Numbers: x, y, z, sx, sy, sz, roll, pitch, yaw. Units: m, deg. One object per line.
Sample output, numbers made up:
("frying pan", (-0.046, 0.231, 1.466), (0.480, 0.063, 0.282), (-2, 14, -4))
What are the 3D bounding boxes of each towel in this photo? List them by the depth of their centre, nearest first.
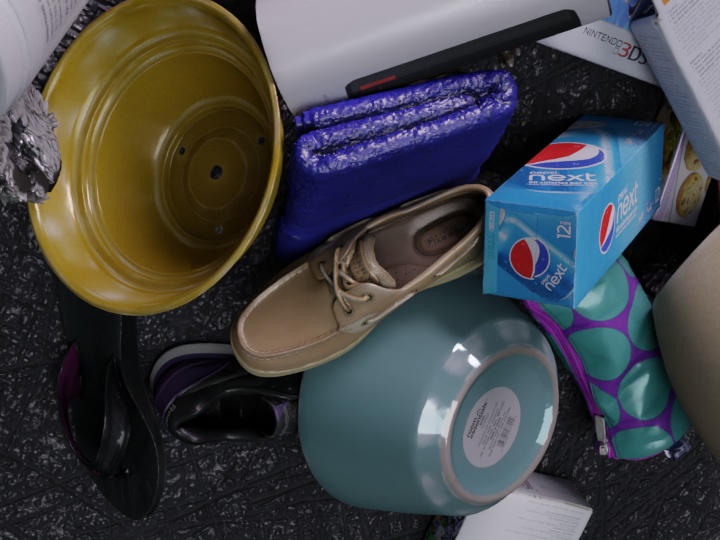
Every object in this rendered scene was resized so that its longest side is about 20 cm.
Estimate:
("towel", (0.015, -0.069, 0.873), (0.147, 0.200, 0.050), (-20, 78, -12))

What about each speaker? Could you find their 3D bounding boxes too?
("speaker", (0.041, -0.157, 0.796), (0.199, 0.081, 0.081), (-17, 117, 10))

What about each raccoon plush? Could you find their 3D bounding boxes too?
("raccoon plush", (-0.270, -0.096, 0.842), (0.134, 0.097, 0.201), (-16, 76, 21))

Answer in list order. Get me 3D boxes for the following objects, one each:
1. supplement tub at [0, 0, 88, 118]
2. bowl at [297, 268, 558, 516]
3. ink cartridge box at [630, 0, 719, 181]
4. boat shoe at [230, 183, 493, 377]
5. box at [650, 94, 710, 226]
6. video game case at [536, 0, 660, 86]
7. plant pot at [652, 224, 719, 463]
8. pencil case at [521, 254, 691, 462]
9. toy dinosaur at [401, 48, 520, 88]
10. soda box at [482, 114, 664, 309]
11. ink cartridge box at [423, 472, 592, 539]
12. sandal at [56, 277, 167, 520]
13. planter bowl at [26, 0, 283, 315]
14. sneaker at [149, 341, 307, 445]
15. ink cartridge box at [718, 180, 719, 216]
("supplement tub", (-0.205, -0.179, 0.727), (0.131, 0.200, 0.132), (11, 137, 11))
("bowl", (0.065, 0.092, 0.954), (0.200, 0.105, 0.202), (-16, 114, -39))
("ink cartridge box", (0.275, -0.194, 0.918), (0.200, 0.041, 0.200), (-44, 124, -13))
("boat shoe", (0.000, 0.000, 0.882), (0.200, 0.065, 0.071), (-32, 74, -3))
("box", (0.252, -0.132, 0.993), (0.041, 0.039, 0.201), (7, 110, -23))
("video game case", (0.189, -0.232, 0.887), (0.181, 0.045, 0.201), (6, 113, -48))
("plant pot", (0.291, 0.036, 0.972), (0.134, 0.200, 0.200), (42, 97, 14))
("pencil case", (0.184, 0.056, 1.026), (0.092, 0.085, 0.200), (-44, 119, -22))
("toy dinosaur", (0.052, -0.160, 0.900), (0.102, 0.077, 0.200), (20, 108, -31))
("soda box", (0.149, -0.046, 0.915), (0.064, 0.200, 0.068), (9, 116, 25))
("ink cartridge box", (0.097, 0.257, 1.104), (0.109, 0.050, 0.200), (16, 108, -23))
("sandal", (-0.184, 0.084, 0.929), (0.048, 0.075, 0.201), (-31, 119, -51))
("planter bowl", (-0.113, -0.068, 0.858), (0.201, 0.200, 0.083), (-58, 151, 11))
("sneaker", (-0.046, 0.092, 0.968), (0.199, 0.088, 0.076), (-9, 114, -14))
("ink cartridge box", (0.360, -0.047, 1.039), (0.173, 0.044, 0.201), (-23, 122, -18))
